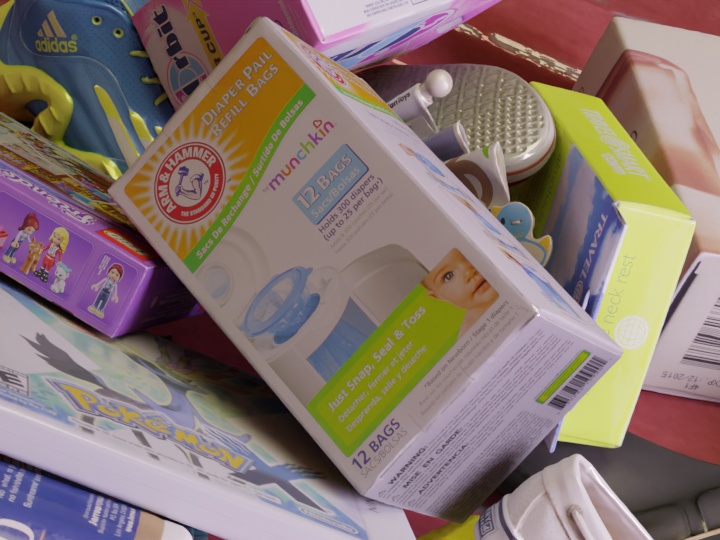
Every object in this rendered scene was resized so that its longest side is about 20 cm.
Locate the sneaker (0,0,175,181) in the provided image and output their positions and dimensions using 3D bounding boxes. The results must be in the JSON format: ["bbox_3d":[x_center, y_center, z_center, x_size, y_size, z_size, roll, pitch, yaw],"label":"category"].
[{"bbox_3d":[-0.113,-0.084,1.239,0.200,0.105,0.076,37,39,17],"label":"sneaker"}]

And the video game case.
[{"bbox_3d":[-0.076,0.066,1.054,0.199,0.022,0.182,22,12,-14],"label":"video game case"}]

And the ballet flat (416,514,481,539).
[{"bbox_3d":[0.050,0.186,1.052,0.067,0.067,0.200,-8,41,-6],"label":"ballet flat"}]

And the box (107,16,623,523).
[{"bbox_3d":[0.000,0.000,1.092,0.200,0.113,0.101,49,11,27],"label":"box"}]

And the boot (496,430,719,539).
[{"bbox_3d":[0.164,0.102,1.202,0.200,0.078,0.138,-9,41,-41],"label":"boot"}]

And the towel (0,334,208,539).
[{"bbox_3d":[-0.168,0.070,1.095,0.199,0.022,0.147,9,39,-19],"label":"towel"}]

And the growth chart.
[{"bbox_3d":[0.029,0.004,1.169,0.018,0.145,0.201,15,48,-47],"label":"growth chart"}]

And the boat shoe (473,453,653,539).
[{"bbox_3d":[0.140,0.160,1.068,0.200,0.070,0.071,47,19,-4],"label":"boat shoe"}]

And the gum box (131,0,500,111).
[{"bbox_3d":[0.000,-0.143,1.242,0.200,0.113,0.066,-23,87,-44],"label":"gum box"}]

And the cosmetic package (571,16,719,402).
[{"bbox_3d":[0.175,-0.034,1.341,0.087,0.104,0.200,10,38,-19],"label":"cosmetic package"}]

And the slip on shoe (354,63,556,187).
[{"bbox_3d":[0.042,-0.065,1.268,0.074,0.061,0.200,-35,22,-20],"label":"slip on shoe"}]

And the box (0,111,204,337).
[{"bbox_3d":[-0.168,-0.038,1.160,0.200,0.039,0.137,30,10,10],"label":"box"}]

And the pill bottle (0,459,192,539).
[{"bbox_3d":[-0.174,0.120,0.958,0.199,0.111,0.111,20,37,-6],"label":"pill bottle"}]

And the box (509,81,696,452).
[{"bbox_3d":[0.106,-0.003,1.201,0.047,0.122,0.200,11,20,-13],"label":"box"}]
